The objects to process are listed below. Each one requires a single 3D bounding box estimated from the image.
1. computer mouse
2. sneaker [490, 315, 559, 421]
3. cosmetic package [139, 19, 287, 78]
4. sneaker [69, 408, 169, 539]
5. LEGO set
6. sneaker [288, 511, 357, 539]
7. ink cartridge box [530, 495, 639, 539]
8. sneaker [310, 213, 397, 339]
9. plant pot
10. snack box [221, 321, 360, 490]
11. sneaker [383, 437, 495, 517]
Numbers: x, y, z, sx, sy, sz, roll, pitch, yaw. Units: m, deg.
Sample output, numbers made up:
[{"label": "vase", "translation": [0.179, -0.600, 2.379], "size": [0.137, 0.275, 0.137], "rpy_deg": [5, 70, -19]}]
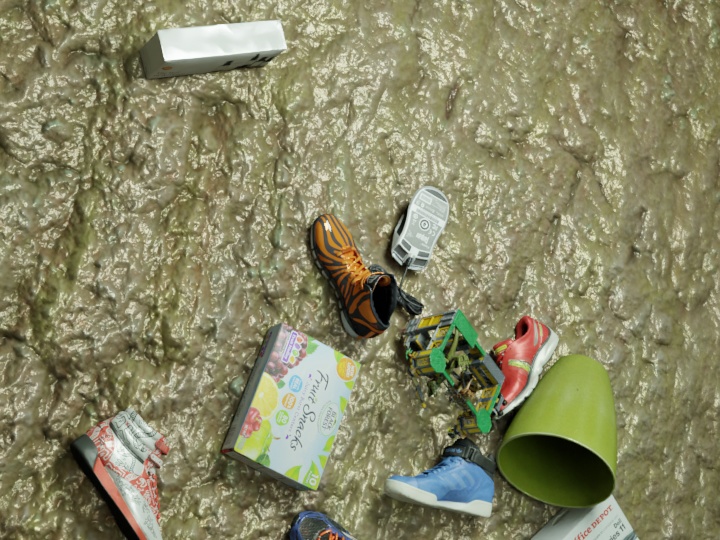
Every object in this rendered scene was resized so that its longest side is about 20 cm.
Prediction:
[{"label": "computer mouse", "translation": [0.083, -0.038, 1.846], "size": [0.109, 0.044, 0.201], "rpy_deg": [29, 71, -16]}, {"label": "sneaker", "translation": [0.242, 0.156, 1.882], "size": [0.085, 0.077, 0.200], "rpy_deg": [38, 55, -4]}, {"label": "cosmetic package", "translation": [-0.215, -0.324, 1.719], "size": [0.199, 0.082, 0.051], "rpy_deg": [-13, 84, -31]}, {"label": "sneaker", "translation": [-0.285, 0.281, 1.544], "size": [0.108, 0.067, 0.202], "rpy_deg": [-34, 94, -29]}, {"label": "LEGO set", "translation": [0.123, 0.160, 1.777], "size": [0.200, 0.115, 0.155], "rpy_deg": [46, 48, -30]}, {"label": "sneaker", "translation": [-0.016, 0.405, 1.661], "size": [0.200, 0.078, 0.076], "rpy_deg": [38, 62, -17]}, {"label": "ink cartridge box", "translation": [0.381, 0.476, 1.869], "size": [0.146, 0.083, 0.201], "rpy_deg": [-35, 96, -32]}, {"label": "sneaker", "translation": [0.000, 0.000, 1.747], "size": [0.077, 0.112, 0.201], "rpy_deg": [-25, 91, -32]}, {"label": "plant pot", "translation": [0.329, 0.238, 1.857], "size": [0.187, 0.187, 0.201], "rpy_deg": [38, 49, -17]}, {"label": "snack box", "translation": [-0.097, 0.196, 1.680], "size": [0.142, 0.053, 0.201], "rpy_deg": [30, 65, -22]}, {"label": "sneaker", "translation": [0.124, 0.302, 1.764], "size": [0.199, 0.077, 0.112], "rpy_deg": [18, 76, -30]}]
